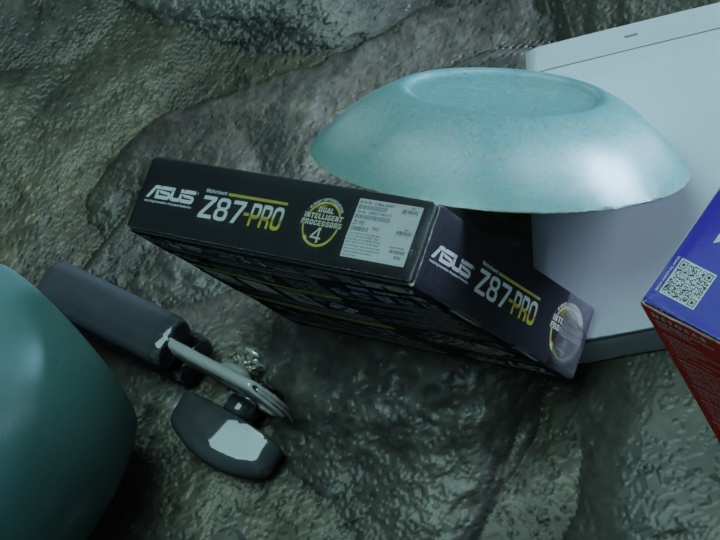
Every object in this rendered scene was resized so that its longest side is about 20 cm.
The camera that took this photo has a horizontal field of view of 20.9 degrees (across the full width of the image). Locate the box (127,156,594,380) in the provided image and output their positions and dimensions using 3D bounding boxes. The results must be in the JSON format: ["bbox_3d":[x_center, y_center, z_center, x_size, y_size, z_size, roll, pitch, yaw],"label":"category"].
[{"bbox_3d":[0.000,0.000,1.032,0.199,0.161,0.049,10,75,40],"label":"box"}]

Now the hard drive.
[{"bbox_3d":[0.159,-0.050,1.086,0.131,0.027,0.201,-12,58,20],"label":"hard drive"}]

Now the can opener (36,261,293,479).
[{"bbox_3d":[-0.119,0.053,1.144,0.199,0.053,0.067,29,78,36],"label":"can opener"}]

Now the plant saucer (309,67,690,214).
[{"bbox_3d":[0.073,-0.076,1.018,0.200,0.201,0.039,14,111,31],"label":"plant saucer"}]

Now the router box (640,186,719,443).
[{"bbox_3d":[0.230,-0.014,0.933,0.049,0.180,0.200,29,77,35],"label":"router box"}]

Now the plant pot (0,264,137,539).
[{"bbox_3d":[-0.222,0.094,1.091,0.161,0.201,0.200,-42,51,-19],"label":"plant pot"}]
